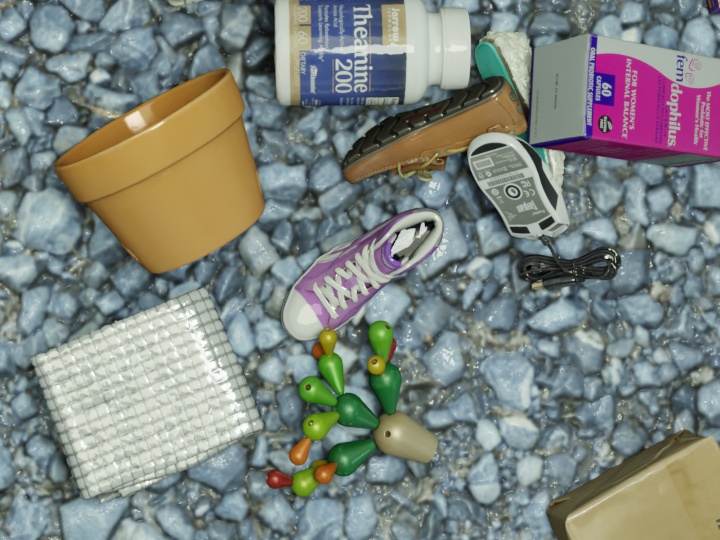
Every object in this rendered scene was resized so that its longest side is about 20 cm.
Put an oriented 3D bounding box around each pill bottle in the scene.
[{"bbox_3d":[0.011,-0.225,1.450,0.197,0.111,0.113,-1,88,-3],"label":"pill bottle"}]

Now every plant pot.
[{"bbox_3d":[-0.185,-0.091,1.408,0.198,0.200,0.141,-29,105,-3],"label":"plant pot"}]

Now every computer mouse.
[{"bbox_3d":[0.178,-0.067,1.436,0.201,0.109,0.044,58,42,-26],"label":"computer mouse"}]

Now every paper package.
[{"bbox_3d":[0.316,0.294,1.452,0.189,0.103,0.202,-28,89,-4],"label":"paper package"}]

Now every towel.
[{"bbox_3d":[-0.216,0.127,1.446,0.198,0.086,0.168,-23,91,-5],"label":"towel"}]

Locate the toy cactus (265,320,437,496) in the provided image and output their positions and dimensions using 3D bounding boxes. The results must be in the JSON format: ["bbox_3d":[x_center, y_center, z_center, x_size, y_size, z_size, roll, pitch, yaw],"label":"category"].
[{"bbox_3d":[0.001,0.154,1.461,0.164,0.102,0.202,27,85,-21],"label":"toy cactus"}]

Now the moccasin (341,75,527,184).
[{"bbox_3d":[0.074,-0.131,1.458,0.199,0.074,0.078,-23,116,13],"label":"moccasin"}]

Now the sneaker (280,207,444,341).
[{"bbox_3d":[0.000,-0.001,1.443,0.200,0.114,0.073,-39,92,-2],"label":"sneaker"}]

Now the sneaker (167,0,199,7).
[{"bbox_3d":[-0.165,-0.310,1.467,0.197,0.077,0.082,18,87,7],"label":"sneaker"}]

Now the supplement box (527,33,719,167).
[{"bbox_3d":[0.279,-0.168,1.432,0.197,0.103,0.103,4,87,-28],"label":"supplement box"}]

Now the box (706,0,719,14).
[{"bbox_3d":[0.416,-0.387,1.508,0.135,0.039,0.203,-13,89,-4],"label":"box"}]

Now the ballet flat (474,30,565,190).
[{"bbox_3d":[0.181,-0.158,1.482,0.071,0.072,0.203,-18,91,-3],"label":"ballet flat"}]
